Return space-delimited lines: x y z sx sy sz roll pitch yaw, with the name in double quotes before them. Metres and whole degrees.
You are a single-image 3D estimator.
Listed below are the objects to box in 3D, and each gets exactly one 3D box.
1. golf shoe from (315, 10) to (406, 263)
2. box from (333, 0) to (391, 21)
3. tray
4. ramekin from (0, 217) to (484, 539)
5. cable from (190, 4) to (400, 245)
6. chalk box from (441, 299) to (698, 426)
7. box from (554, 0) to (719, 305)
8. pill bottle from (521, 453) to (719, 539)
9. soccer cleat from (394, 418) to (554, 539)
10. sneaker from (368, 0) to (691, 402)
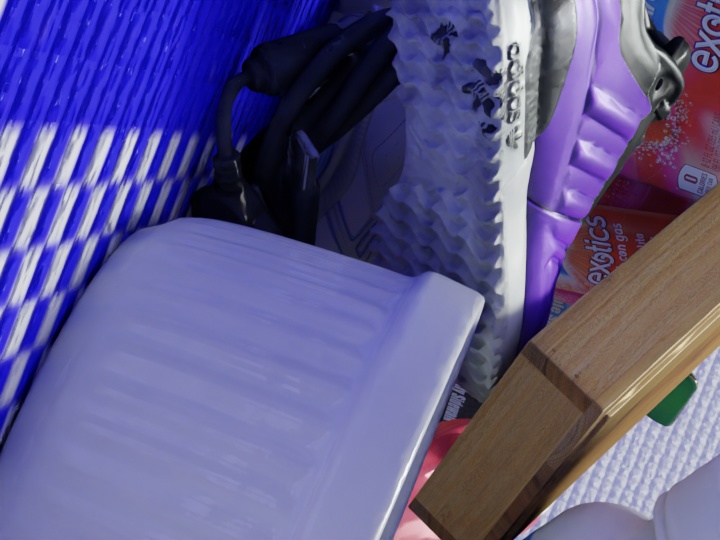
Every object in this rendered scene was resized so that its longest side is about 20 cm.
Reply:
"golf shoe" 0.000 0.000 0.863 0.078 0.097 0.201 -72 -177 -57
"box" 0.031 -0.114 0.875 0.082 0.068 0.201 -64 175 -48
"tray" 0.105 0.020 0.772 0.200 0.037 0.099 -35 163 -43
"ramekin" -0.047 0.080 0.651 0.200 0.105 0.201 23 90 -85
"cable" 0.011 -0.023 0.778 0.163 0.051 0.201 -34 145 -22
"chalk box" 0.062 0.012 1.007 0.125 0.199 0.124 105 8 -64
"box" 0.114 -0.088 0.941 0.096 0.099 0.201 107 4 -54
"pill bottle" 0.069 0.148 0.725 0.200 0.112 0.112 -40 -173 23
"soccer cleat" -0.015 0.094 0.842 0.076 0.199 0.067 -32 -112 52
"sneaker" 0.063 -0.042 0.700 0.099 0.070 0.201 -27 144 -25
